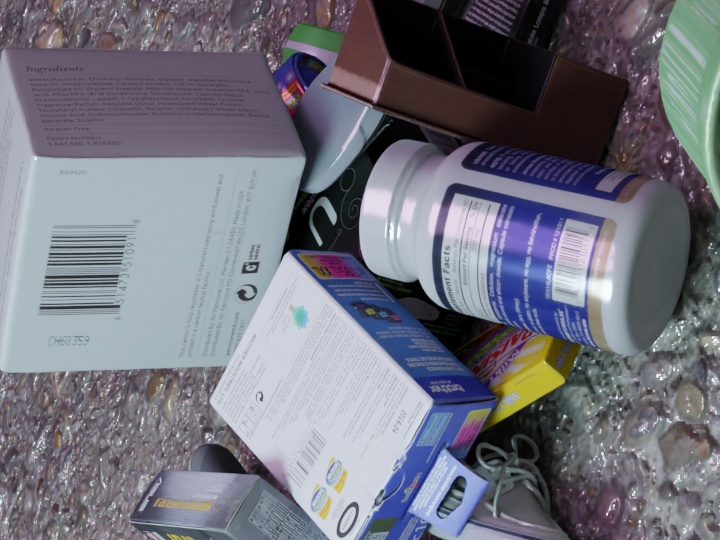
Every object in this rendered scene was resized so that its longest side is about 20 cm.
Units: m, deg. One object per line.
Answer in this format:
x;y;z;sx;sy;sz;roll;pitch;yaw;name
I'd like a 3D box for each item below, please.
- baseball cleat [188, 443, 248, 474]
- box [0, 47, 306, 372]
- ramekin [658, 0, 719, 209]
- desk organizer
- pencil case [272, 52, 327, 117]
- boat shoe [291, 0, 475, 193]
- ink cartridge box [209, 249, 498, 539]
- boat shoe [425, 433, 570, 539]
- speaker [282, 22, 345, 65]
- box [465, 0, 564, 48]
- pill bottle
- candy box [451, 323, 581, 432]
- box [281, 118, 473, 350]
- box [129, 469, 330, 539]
-0.071;0.204;1.834;0.106;0.070;0.201;-45;54;30;baseball cleat
-0.162;-0.043;1.658;0.131;0.199;0.200;-113;29;-45;box
0.268;-0.112;1.323;0.201;0.199;0.098;-63;27;19;ramekin
0.082;-0.127;1.594;0.072;0.199;0.077;28;100;56;desk organizer
-0.083;-0.077;1.799;0.200;0.078;0.087;-42;83;20;pencil case
0.019;-0.137;1.645;0.074;0.068;0.200;33;96;47;boat shoe
0.002;0.100;1.580;0.200;0.076;0.137;46;119;34;ink cartridge box
0.094;0.152;1.601;0.202;0.074;0.087;14;82;65;boat shoe
-0.043;-0.093;1.871;0.088;0.088;0.201;20;96;56;speaker
0.099;-0.208;1.746;0.143;0.036;0.201;42;113;54;box
0.106;-0.021;1.528;0.199;0.116;0.116;15;91;28;pill bottle
0.085;0.077;1.622;0.200;0.026;0.102;-35;20;42;candy box
0.000;0.000;1.738;0.200;0.124;0.149;-57;38;25;box
-0.049;0.218;1.657;0.158;0.200;0.048;-4;50;59;box
